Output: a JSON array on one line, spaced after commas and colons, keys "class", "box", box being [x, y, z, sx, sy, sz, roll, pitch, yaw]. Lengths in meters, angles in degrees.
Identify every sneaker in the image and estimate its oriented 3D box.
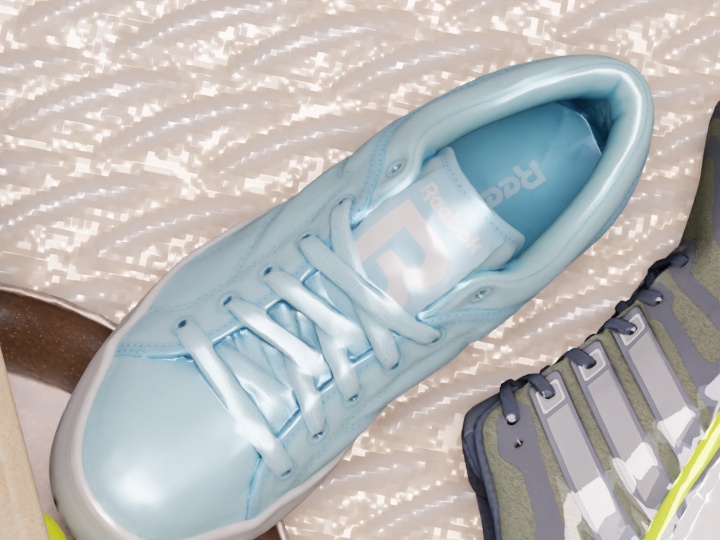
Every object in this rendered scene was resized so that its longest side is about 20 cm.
[{"class": "sneaker", "box": [0.000, 0.000, 0.767, 0.074, 0.082, 0.200, 47, 65, 5]}, {"class": "sneaker", "box": [0.072, 0.038, 0.793, 0.080, 0.074, 0.201, 20, 77, 2]}]

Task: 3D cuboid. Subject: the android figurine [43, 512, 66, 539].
[{"class": "android figurine", "box": [-0.110, 0.135, 0.696, 0.198, 0.041, 0.183, -4, 46, 15]}]

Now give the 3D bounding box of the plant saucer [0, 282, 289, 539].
[{"class": "plant saucer", "box": [-0.115, 0.104, 0.782, 0.199, 0.032, 0.202, 1, 79, -6]}]

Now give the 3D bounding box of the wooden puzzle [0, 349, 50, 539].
[{"class": "wooden puzzle", "box": [-0.169, 0.047, 0.648, 0.184, 0.046, 0.201, -10, 79, -24]}]
